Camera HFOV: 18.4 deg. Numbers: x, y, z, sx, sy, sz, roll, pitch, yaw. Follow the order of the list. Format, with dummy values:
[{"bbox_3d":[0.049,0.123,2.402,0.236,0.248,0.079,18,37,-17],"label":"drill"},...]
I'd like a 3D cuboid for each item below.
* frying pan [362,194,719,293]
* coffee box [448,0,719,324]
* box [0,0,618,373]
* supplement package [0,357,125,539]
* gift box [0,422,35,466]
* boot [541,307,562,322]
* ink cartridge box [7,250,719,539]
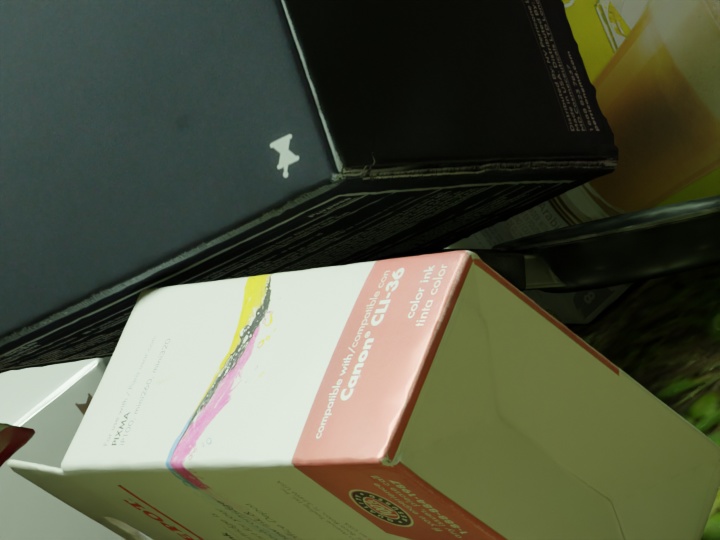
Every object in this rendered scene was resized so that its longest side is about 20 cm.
[{"bbox_3d":[0.085,-0.007,0.814,0.114,0.031,0.189,-10,4,37],"label":"frying pan"},{"bbox_3d":[0.073,-0.114,1.000,0.197,0.200,0.200,-40,11,-14],"label":"coffee box"},{"bbox_3d":[-0.049,-0.053,0.781,0.199,0.124,0.198,-24,-8,30],"label":"box"},{"bbox_3d":[-0.120,0.099,0.956,0.119,0.122,0.200,-37,10,1],"label":"supplement package"},{"bbox_3d":[-0.153,0.156,0.706,0.199,0.185,0.187,-36,19,-10],"label":"gift box"},{"bbox_3d":[0.018,0.053,0.841,0.154,0.072,0.200,-32,17,29],"label":"boot"},{"bbox_3d":[-0.006,0.057,0.667,0.199,0.116,0.068,-6,54,51],"label":"ink cartridge box"}]
